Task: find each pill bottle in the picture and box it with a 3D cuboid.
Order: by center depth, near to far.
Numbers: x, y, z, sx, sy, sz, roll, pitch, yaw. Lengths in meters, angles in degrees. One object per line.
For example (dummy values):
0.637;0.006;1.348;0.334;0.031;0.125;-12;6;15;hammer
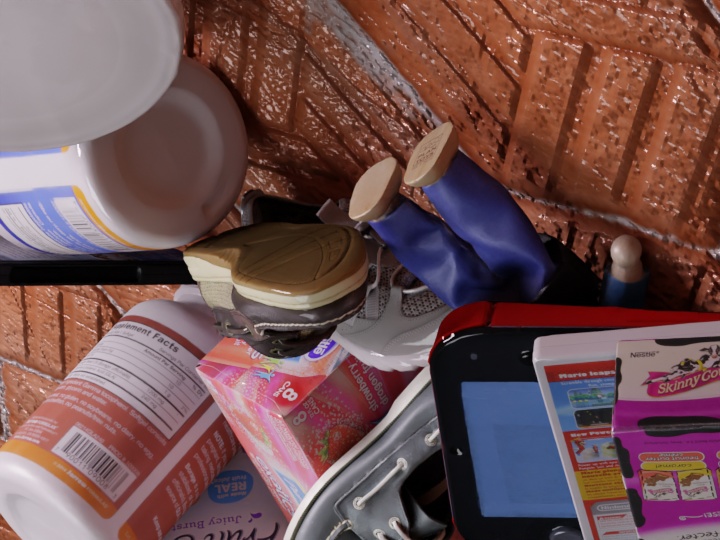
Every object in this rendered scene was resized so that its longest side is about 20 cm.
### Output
-0.162;-0.066;1.601;0.112;0.112;0.200;52;153;-22;pill bottle
-0.131;0.092;1.705;0.112;0.200;0.112;33;153;19;pill bottle

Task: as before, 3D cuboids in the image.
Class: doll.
0.090;0.011;1.420;0.136;0.048;0.200;-31;117;33;doll

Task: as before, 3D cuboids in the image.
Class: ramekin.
-0.191;-0.157;1.431;0.202;0.094;0.202;0;145;0;ramekin

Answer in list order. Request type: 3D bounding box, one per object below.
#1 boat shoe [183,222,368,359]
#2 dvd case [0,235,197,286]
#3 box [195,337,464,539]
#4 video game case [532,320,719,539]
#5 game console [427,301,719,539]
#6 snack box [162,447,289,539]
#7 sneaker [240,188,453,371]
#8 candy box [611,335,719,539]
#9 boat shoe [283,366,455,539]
-0.037;0.014;1.464;0.065;0.073;0.200;71;166;-13;boat shoe
-0.213;-0.013;1.688;0.143;0.200;0.018;21;106;50;dvd case
-0.001;0.108;1.650;0.095;0.103;0.200;28;153;48;box
0.176;0.097;1.411;0.143;0.017;0.200;-5;138;13;video game case
0.130;0.090;1.438;0.177;0.031;0.200;4;140;12;game console
-0.107;0.166;1.746;0.142;0.200;0.053;-10;138;6;snack box
0.000;0.000;1.523;0.200;0.075;0.082;8;132;43;sneaker
0.207;0.115;1.366;0.136;0.061;0.200;-3;138;14;candy box
0.023;0.133;1.566;0.073;0.200;0.062;29;-166;-39;boat shoe
